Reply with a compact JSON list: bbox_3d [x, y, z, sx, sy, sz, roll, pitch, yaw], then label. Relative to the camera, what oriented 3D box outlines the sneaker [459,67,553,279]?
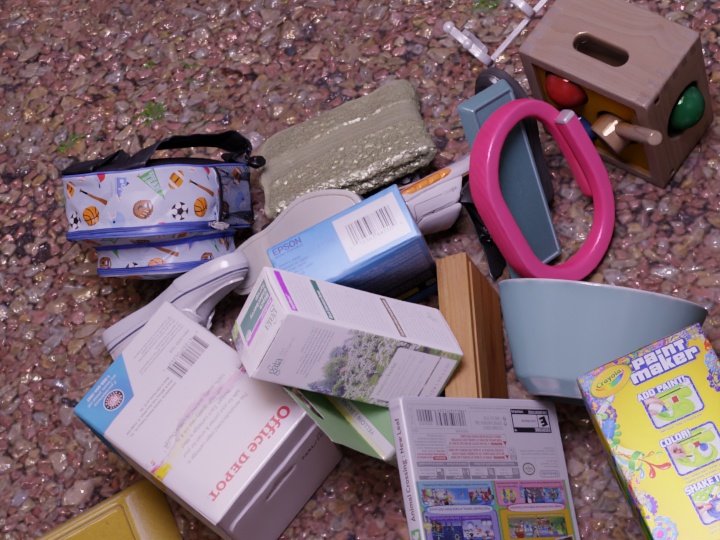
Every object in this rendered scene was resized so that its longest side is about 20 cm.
[{"bbox_3d":[0.142,-0.099,1.721,0.060,0.200,0.104,5,34,47],"label":"sneaker"}]

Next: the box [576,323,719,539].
[{"bbox_3d":[0.295,0.189,1.482,0.122,0.200,0.193,-25,58,3],"label":"box"}]

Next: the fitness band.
[{"bbox_3d":[0.184,-0.077,1.678,0.144,0.200,0.037,-46,30,-24],"label":"fitness band"}]

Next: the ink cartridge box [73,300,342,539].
[{"bbox_3d":[-0.148,0.163,1.666,0.200,0.146,0.147,34,76,25],"label":"ink cartridge box"}]

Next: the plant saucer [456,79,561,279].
[{"bbox_3d":[0.154,-0.088,1.687,0.070,0.201,0.019,-32,25,-30],"label":"plant saucer"}]

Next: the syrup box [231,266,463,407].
[{"bbox_3d":[-0.013,0.067,1.575,0.079,0.199,0.082,-61,31,24],"label":"syrup box"}]

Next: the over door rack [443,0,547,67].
[{"bbox_3d":[0.158,-0.294,1.787,0.067,0.200,0.148,42,99,-7],"label":"over door rack"}]

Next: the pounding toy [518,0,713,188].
[{"bbox_3d":[0.267,-0.173,1.703,0.200,0.184,0.142,30,74,29],"label":"pounding toy"}]

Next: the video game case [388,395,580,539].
[{"bbox_3d":[0.119,0.206,1.527,0.022,0.200,0.183,-27,66,45],"label":"video game case"}]

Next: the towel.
[{"bbox_3d":[-0.019,-0.131,1.839,0.199,0.037,0.149,-22,41,6],"label":"towel"}]

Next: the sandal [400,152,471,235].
[{"bbox_3d":[0.091,-0.077,1.763,0.206,0.079,0.059,-29,93,-18],"label":"sandal"}]

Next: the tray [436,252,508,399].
[{"bbox_3d":[0.114,0.093,1.652,0.037,0.099,0.201,-14,58,20],"label":"tray"}]

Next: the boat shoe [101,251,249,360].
[{"bbox_3d":[-0.186,0.052,1.782,0.200,0.073,0.067,-33,79,29],"label":"boat shoe"}]

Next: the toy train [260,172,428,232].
[{"bbox_3d":[-0.016,-0.058,1.821,0.199,0.034,0.046,-21,59,6],"label":"toy train"}]

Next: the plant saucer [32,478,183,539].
[{"bbox_3d":[-0.268,0.324,1.682,0.200,0.048,0.200,-29,57,1],"label":"plant saucer"}]

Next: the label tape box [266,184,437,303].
[{"bbox_3d":[0.000,0.000,1.680,0.143,0.200,0.066,-27,73,2],"label":"label tape box"}]

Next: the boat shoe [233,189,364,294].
[{"bbox_3d":[-0.055,-0.026,1.753,0.200,0.062,0.075,-36,67,36],"label":"boat shoe"}]

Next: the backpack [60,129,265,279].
[{"bbox_3d":[-0.226,-0.064,1.793,0.199,0.190,0.155,-10,82,27],"label":"backpack"}]

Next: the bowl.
[{"bbox_3d":[0.224,0.075,1.592,0.200,0.201,0.105,5,82,21],"label":"bowl"}]

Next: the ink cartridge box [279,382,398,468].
[{"bbox_3d":[-0.009,0.125,1.617,0.048,0.200,0.146,-48,58,4],"label":"ink cartridge box"}]
